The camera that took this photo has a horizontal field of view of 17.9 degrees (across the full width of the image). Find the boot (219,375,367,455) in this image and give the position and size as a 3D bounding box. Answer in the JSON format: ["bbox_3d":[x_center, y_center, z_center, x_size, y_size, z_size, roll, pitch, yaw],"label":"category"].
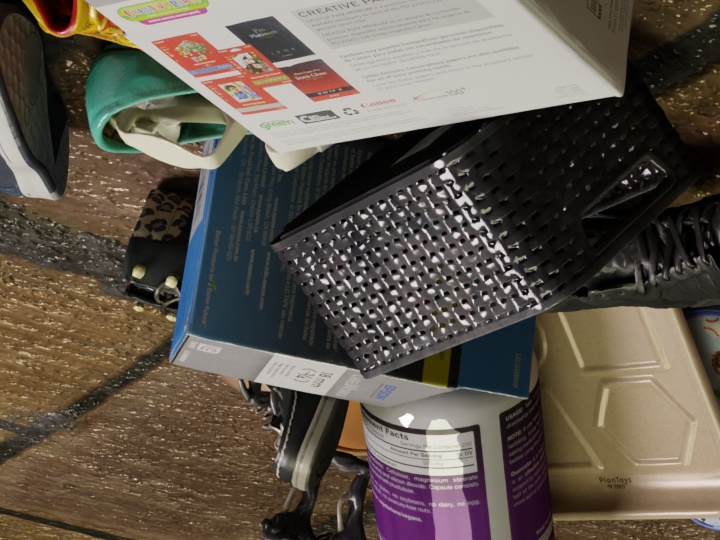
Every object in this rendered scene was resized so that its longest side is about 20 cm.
[{"bbox_3d":[0.012,0.074,1.629,0.200,0.074,0.154,22,151,-40],"label":"boot"}]

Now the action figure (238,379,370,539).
[{"bbox_3d":[-0.023,0.091,1.519,0.119,0.201,0.102,5,-167,43],"label":"action figure"}]

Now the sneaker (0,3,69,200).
[{"bbox_3d":[-0.245,-0.091,1.272,0.146,0.077,0.202,5,161,1],"label":"sneaker"}]

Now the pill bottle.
[{"bbox_3d":[0.059,0.107,1.421,0.112,0.113,0.201,1,117,17],"label":"pill bottle"}]

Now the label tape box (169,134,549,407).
[{"bbox_3d":[0.000,0.000,1.325,0.199,0.145,0.063,12,157,-10],"label":"label tape box"}]

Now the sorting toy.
[{"bbox_3d":[0.138,0.062,1.436,0.185,0.036,0.201,-6,112,40],"label":"sorting toy"}]

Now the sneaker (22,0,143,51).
[{"bbox_3d":[-0.128,-0.136,1.109,0.073,0.077,0.200,-3,157,32],"label":"sneaker"}]

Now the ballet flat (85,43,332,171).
[{"bbox_3d":[-0.057,-0.086,1.227,0.199,0.071,0.067,-1,158,21],"label":"ballet flat"}]

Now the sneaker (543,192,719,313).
[{"bbox_3d":[0.162,-0.007,1.264,0.104,0.060,0.200,1,171,-6],"label":"sneaker"}]

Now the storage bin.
[{"bbox_3d":[0.062,-0.033,1.193,0.094,0.135,0.200,55,146,-8],"label":"storage bin"}]

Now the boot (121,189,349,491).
[{"bbox_3d":[-0.075,0.037,1.394,0.153,0.204,0.074,13,138,0],"label":"boot"}]

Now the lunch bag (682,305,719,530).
[{"bbox_3d":[0.234,0.085,1.470,0.160,0.076,0.200,-15,121,41],"label":"lunch bag"}]

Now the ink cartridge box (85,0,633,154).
[{"bbox_3d":[-0.002,-0.138,1.048,0.199,0.084,0.175,-7,153,34],"label":"ink cartridge box"}]
